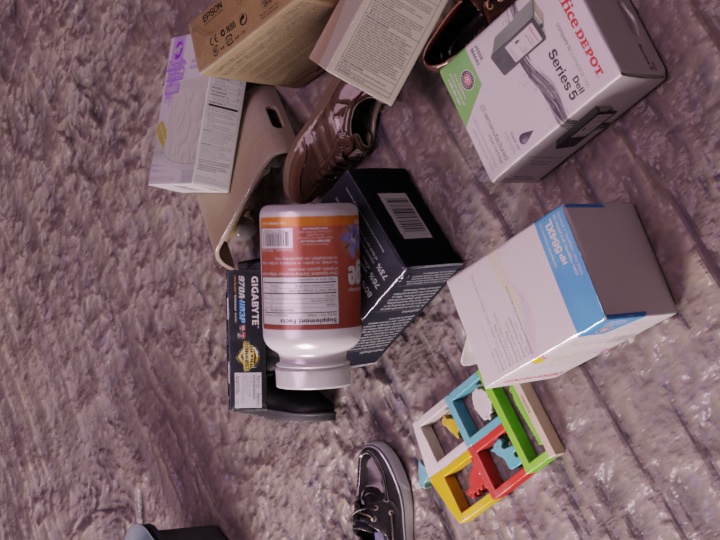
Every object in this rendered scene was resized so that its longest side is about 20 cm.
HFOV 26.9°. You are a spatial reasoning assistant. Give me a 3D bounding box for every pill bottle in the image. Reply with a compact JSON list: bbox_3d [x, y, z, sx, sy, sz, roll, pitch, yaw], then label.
[{"bbox_3d":[-0.054,0.027,1.664,0.112,0.112,0.202,1,94,45],"label":"pill bottle"}]

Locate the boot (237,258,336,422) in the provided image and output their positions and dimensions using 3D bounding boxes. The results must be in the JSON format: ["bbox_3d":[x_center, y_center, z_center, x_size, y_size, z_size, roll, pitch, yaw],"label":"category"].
[{"bbox_3d":[-0.093,0.086,1.893,0.164,0.065,0.202,3,90,43],"label":"boot"}]

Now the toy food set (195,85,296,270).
[{"bbox_3d":[-0.144,-0.120,1.925,0.201,0.060,0.144,-57,35,29],"label":"toy food set"}]

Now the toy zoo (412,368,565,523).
[{"bbox_3d":[0.132,0.196,1.697,0.200,0.020,0.132,-44,62,38],"label":"toy zoo"}]

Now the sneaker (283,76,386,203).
[{"bbox_3d":[-0.028,-0.151,1.802,0.076,0.070,0.201,46,123,32],"label":"sneaker"}]

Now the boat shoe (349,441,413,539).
[{"bbox_3d":[0.018,0.306,1.785,0.070,0.066,0.202,-8,87,45],"label":"boat shoe"}]

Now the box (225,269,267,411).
[{"bbox_3d":[-0.136,0.079,1.778,0.200,0.046,0.161,175,95,-85],"label":"box"}]

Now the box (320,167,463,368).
[{"bbox_3d":[0.000,0.000,1.759,0.200,0.104,0.149,-48,61,36],"label":"box"}]

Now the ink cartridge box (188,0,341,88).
[{"bbox_3d":[-0.079,-0.297,1.778,0.199,0.164,0.076,-29,69,41],"label":"ink cartridge box"}]

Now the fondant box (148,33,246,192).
[{"bbox_3d":[-0.208,-0.203,1.942,0.144,0.058,0.202,4,83,59],"label":"fondant box"}]

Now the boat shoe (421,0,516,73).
[{"bbox_3d":[0.143,-0.283,1.624,0.200,0.070,0.071,-50,58,33],"label":"boat shoe"}]

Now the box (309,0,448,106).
[{"bbox_3d":[0.035,-0.297,1.667,0.201,0.094,0.078,-60,24,7],"label":"box"}]

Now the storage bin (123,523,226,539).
[{"bbox_3d":[-0.212,0.416,1.975,0.200,0.134,0.146,45,122,33],"label":"storage bin"}]

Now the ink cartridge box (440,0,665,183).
[{"bbox_3d":[0.197,-0.205,1.563,0.200,0.084,0.146,-40,65,39],"label":"ink cartridge box"}]

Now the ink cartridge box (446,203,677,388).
[{"bbox_3d":[0.195,0.031,1.548,0.199,0.128,0.126,-34,69,40],"label":"ink cartridge box"}]
